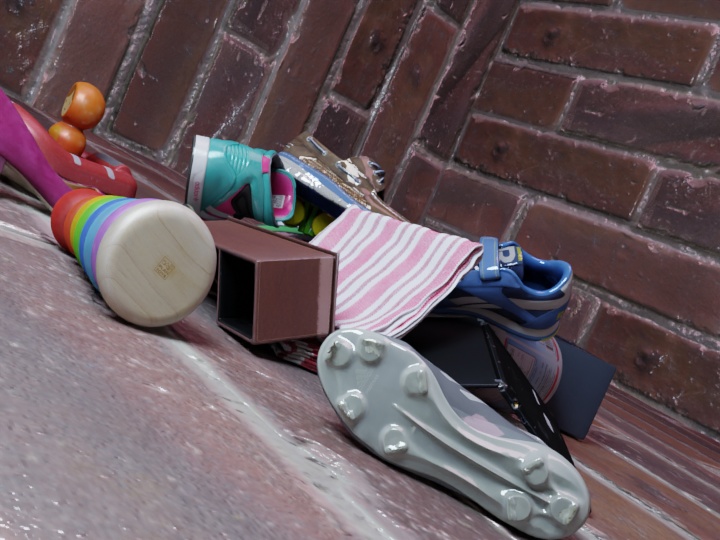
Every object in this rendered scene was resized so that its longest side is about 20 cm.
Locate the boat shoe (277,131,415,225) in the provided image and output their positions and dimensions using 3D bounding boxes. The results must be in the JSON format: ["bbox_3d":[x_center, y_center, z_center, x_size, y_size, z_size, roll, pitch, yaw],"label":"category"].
[{"bbox_3d":[-0.007,-0.093,0.951,0.198,0.073,0.072,33,-12,8],"label":"boat shoe"}]

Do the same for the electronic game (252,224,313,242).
[{"bbox_3d":[-0.089,-0.018,1.022,0.195,0.043,0.201,7,19,-2],"label":"electronic game"}]

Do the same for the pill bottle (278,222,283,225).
[{"bbox_3d":[-0.038,-0.019,1.304,0.197,0.118,0.116,27,3,14],"label":"pill bottle"}]

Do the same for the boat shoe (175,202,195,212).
[{"bbox_3d":[-0.190,-0.038,0.862,0.198,0.066,0.073,25,1,-40],"label":"boat shoe"}]

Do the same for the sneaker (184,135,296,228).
[{"bbox_3d":[-0.132,-0.078,0.933,0.118,0.085,0.200,8,-22,-10],"label":"sneaker"}]

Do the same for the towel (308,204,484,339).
[{"bbox_3d":[0.000,0.000,0.766,0.198,0.146,0.030,21,-35,49],"label":"towel"}]

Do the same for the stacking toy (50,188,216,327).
[{"bbox_3d":[-0.185,-0.022,0.639,0.084,0.087,0.199,23,-1,-36],"label":"stacking toy"}]

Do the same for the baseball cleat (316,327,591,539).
[{"bbox_3d":[0.058,0.110,0.561,0.198,0.070,0.106,36,-2,10],"label":"baseball cleat"}]

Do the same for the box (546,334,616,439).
[{"bbox_3d":[0.210,0.119,1.134,0.197,0.106,0.182,25,2,-4],"label":"box"}]

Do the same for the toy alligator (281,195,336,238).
[{"bbox_3d":[-0.084,-0.082,1.009,0.197,0.055,0.059,24,-3,-6],"label":"toy alligator"}]

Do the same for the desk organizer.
[{"bbox_3d":[-0.105,0.004,0.737,0.076,0.073,0.199,-4,14,-35],"label":"desk organizer"}]

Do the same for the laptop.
[{"bbox_3d":[0.092,0.117,0.734,0.201,0.102,0.178,53,11,-9],"label":"laptop"}]

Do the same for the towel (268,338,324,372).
[{"bbox_3d":[-0.006,0.083,0.780,0.197,0.023,0.144,24,3,-24],"label":"towel"}]

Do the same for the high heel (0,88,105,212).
[{"bbox_3d":[-0.294,-0.104,0.827,0.067,0.098,0.199,27,3,36],"label":"high heel"}]

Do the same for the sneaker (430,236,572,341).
[{"bbox_3d":[0.113,0.001,0.814,0.196,0.083,0.075,13,47,-7],"label":"sneaker"}]

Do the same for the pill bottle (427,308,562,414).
[{"bbox_3d":[0.131,0.085,0.925,0.198,0.110,0.108,28,0,-43],"label":"pill bottle"}]

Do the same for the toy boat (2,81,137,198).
[{"bbox_3d":[-0.331,-0.149,0.947,0.129,0.133,0.199,26,3,27],"label":"toy boat"}]
